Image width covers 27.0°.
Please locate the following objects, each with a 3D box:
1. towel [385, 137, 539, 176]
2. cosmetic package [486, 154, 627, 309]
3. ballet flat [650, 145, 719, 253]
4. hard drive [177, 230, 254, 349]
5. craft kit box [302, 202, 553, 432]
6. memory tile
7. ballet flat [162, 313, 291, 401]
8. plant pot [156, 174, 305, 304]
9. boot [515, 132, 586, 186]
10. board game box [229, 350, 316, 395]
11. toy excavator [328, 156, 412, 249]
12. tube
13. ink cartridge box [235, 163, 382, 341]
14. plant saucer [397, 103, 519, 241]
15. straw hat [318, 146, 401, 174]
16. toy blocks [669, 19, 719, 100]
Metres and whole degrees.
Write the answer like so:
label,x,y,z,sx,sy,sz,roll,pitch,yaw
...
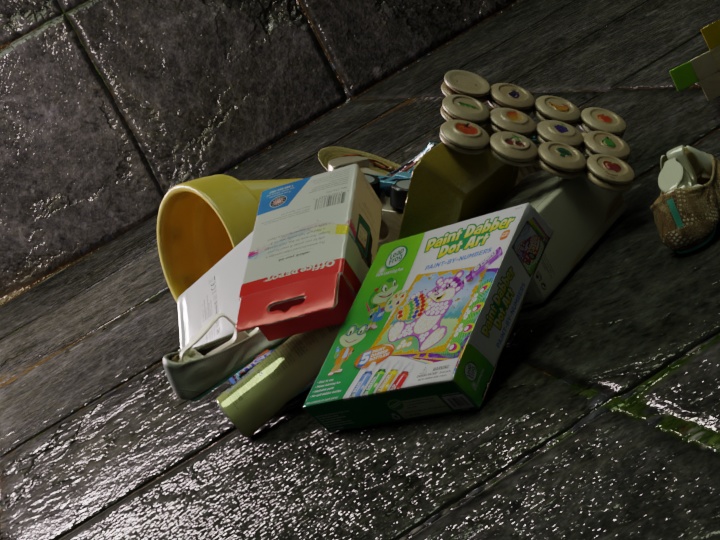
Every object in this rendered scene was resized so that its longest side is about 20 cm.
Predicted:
label,x,y,z,sx,sy,sz,roll,pitch,yaw
towel,0.137,-0.133,1.837,0.198,0.022,0.147,-8,-12,-27
cosmetic package,0.173,-0.035,1.488,0.105,0.071,0.200,-18,17,44
ballet flat,0.305,-0.081,1.390,0.070,0.066,0.200,-24,13,20
hard drive,-0.125,0.020,1.648,0.200,0.026,0.133,-39,37,23
craft kit box,0.060,0.044,1.344,0.199,0.049,0.198,-16,36,47
memory tile,0.176,-0.143,1.505,0.198,0.017,0.154,14,34,-3
ballet flat,-0.112,0.063,1.546,0.199,0.064,0.067,-30,13,-6
plant pot,-0.133,-0.036,1.941,0.188,0.203,0.200,-19,5,-34
boot,0.178,-0.097,1.745,0.199,0.073,0.166,-25,0,-26
board game box,-0.070,0.082,1.626,0.151,0.045,0.200,-31,13,-10
toy excavator,0.024,-0.075,1.678,0.193,0.101,0.200,9,20,22
tube,-0.053,0.084,1.494,0.200,0.058,0.052,-41,-23,-5
ink cartridge box,-0.049,-0.005,1.497,0.115,0.067,0.201,-14,42,22
plant saucer,0.103,-0.050,1.536,0.048,0.201,0.200,26,35,21
straw hat,0.018,-0.085,1.990,0.201,0.200,0.086,-69,1,-71
toy blocks,0.458,-0.253,1.714,0.199,0.101,0.137,-26,1,18
